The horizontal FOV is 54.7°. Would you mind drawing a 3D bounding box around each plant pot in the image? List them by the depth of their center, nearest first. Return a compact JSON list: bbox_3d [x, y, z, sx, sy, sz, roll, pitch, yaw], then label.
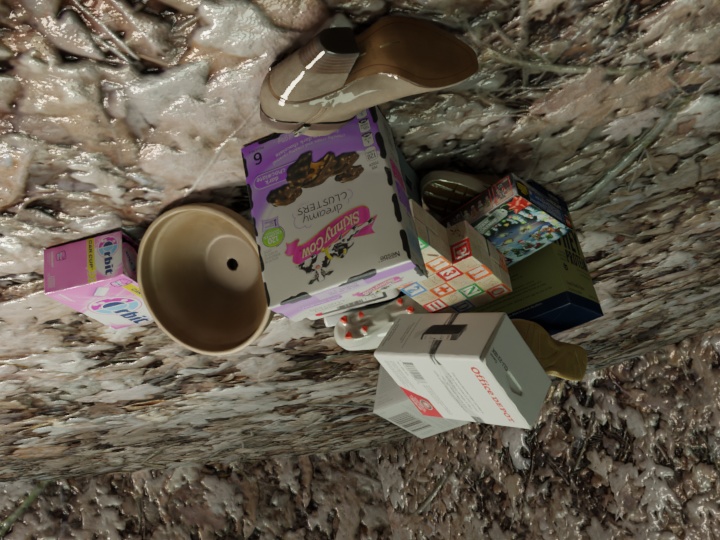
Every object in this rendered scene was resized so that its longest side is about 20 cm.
[{"bbox_3d":[-0.189,0.003,0.931,0.199,0.202,0.093,-22,-171,24],"label":"plant pot"}]

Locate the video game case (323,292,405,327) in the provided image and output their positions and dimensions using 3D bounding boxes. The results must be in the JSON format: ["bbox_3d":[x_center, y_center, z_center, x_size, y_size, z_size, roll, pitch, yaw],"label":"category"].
[{"bbox_3d":[0.030,0.044,1.204,0.198,0.024,0.182,-11,-167,-4],"label":"video game case"}]

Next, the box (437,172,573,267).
[{"bbox_3d":[0.176,-0.045,0.981,0.136,0.040,0.199,23,137,-38],"label":"box"}]

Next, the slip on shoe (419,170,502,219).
[{"bbox_3d":[0.164,-0.108,0.975,0.198,0.061,0.076,11,144,-27],"label":"slip on shoe"}]

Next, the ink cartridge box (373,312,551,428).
[{"bbox_3d":[0.140,0.135,0.966,0.199,0.084,0.145,-4,132,49],"label":"ink cartridge box"}]

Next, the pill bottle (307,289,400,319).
[{"bbox_3d":[0.000,0.000,1.084,0.198,0.112,0.111,-16,159,9],"label":"pill bottle"}]

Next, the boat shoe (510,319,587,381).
[{"bbox_3d":[0.253,0.121,1.033,0.199,0.071,0.069,25,167,-35],"label":"boat shoe"}]

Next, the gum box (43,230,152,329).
[{"bbox_3d":[-0.345,0.021,0.999,0.112,0.067,0.200,-13,160,6],"label":"gum box"}]

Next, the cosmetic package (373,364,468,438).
[{"bbox_3d":[0.152,0.257,1.639,0.164,0.201,0.165,32,138,-27],"label":"cosmetic package"}]

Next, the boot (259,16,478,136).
[{"bbox_3d":[-0.001,-0.183,0.697,0.198,0.071,0.146,0,162,-27],"label":"boot"}]

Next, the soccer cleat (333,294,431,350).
[{"bbox_3d":[0.056,0.081,1.089,0.198,0.070,0.078,-12,156,1],"label":"soccer cleat"}]

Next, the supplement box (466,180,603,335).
[{"bbox_3d":[0.242,0.004,1.106,0.199,0.202,0.134,-27,153,32],"label":"supplement box"}]

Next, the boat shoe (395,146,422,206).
[{"bbox_3d":[0.027,-0.102,0.917,0.090,0.072,0.200,-7,160,15],"label":"boat shoe"}]

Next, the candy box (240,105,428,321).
[{"bbox_3d":[-0.032,-0.065,0.774,0.166,0.202,0.072,-19,159,14],"label":"candy box"}]

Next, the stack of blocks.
[{"bbox_3d":[0.102,-0.014,0.925,0.115,0.059,0.200,-26,140,28],"label":"stack of blocks"}]

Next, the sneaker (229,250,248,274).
[{"bbox_3d":[-0.185,0.012,1.059,0.084,0.075,0.200,2,155,-35],"label":"sneaker"}]
